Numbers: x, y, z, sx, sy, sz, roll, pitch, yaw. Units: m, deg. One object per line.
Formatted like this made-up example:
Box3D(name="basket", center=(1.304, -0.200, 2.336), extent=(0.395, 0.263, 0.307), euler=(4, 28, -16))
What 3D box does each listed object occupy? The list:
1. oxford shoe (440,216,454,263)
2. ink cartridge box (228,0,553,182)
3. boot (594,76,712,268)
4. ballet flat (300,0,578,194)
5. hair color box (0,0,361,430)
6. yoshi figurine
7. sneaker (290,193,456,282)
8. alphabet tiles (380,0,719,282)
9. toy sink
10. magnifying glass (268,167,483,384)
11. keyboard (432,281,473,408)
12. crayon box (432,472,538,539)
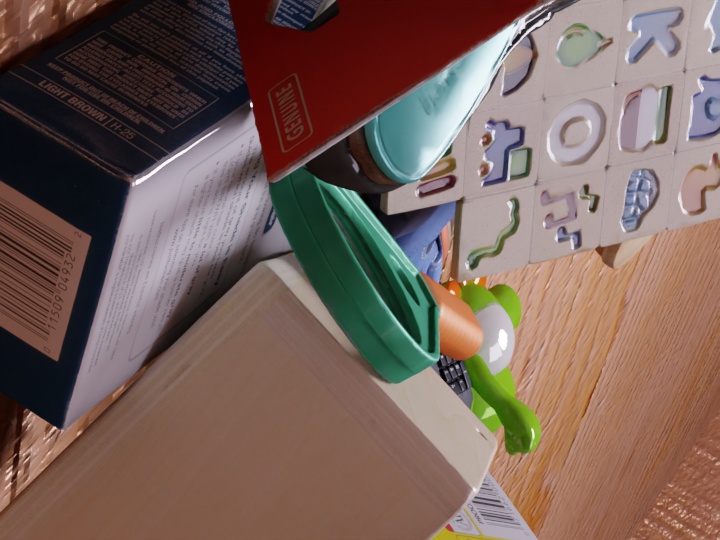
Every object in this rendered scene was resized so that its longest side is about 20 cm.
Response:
Box3D(name="oxford shoe", center=(0.020, -0.057, 0.938), extent=(0.200, 0.071, 0.073), euler=(101, 14, -60))
Box3D(name="ink cartridge box", center=(0.028, -0.126, 0.625), extent=(0.176, 0.045, 0.200), euler=(-31, -152, 7))
Box3D(name="boot", center=(0.086, -0.117, 0.879), extent=(0.071, 0.143, 0.202), euler=(-23, 136, -64))
Box3D(name="ballet flat", center=(0.036, -0.103, 0.690), extent=(0.200, 0.068, 0.068), euler=(-45, 128, -28))
Box3D(name="hair color box", center=(-0.055, -0.041, 0.728), extent=(0.200, 0.060, 0.100), euler=(-40, 156, -52))
Box3D(name="yoshi figurine", center=(0.042, 0.075, 1.222), extent=(0.112, 0.112, 0.200), euler=(-49, 176, 34))
Box3D(name="sneaker", center=(0.000, 0.000, 0.886), extent=(0.082, 0.074, 0.200), euler=(6, 139, -31))
Box3D(name="alphabet tiles", center=(0.093, -0.085, 0.797), extent=(0.199, 0.006, 0.167), euler=(-13, 120, -30))
Box3D(name="toy sink", center=(-0.057, 0.101, 0.766), extent=(0.200, 0.112, 0.130), euler=(-43, 177, 6))
Box3D(name="magnifying glass", center=(0.012, 0.008, 0.765), extent=(0.022, 0.080, 0.200), euler=(-31, 165, 10))
Box3D(name="keyboard", center=(0.015, 0.037, 1.043), extent=(0.039, 0.105, 0.200), euler=(-21, -179, 23))
Box3D(name="crayon box", center=(0.006, 0.129, 1.015), extent=(0.199, 0.127, 0.051), euler=(17, 119, -45))
